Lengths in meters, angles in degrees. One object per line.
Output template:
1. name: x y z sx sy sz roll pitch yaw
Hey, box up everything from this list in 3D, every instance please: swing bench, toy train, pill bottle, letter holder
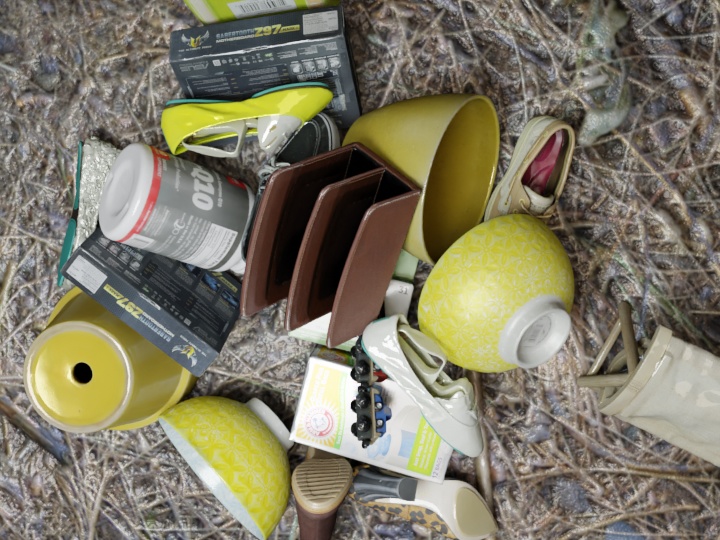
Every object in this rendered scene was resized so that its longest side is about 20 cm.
1. swing bench: 0.383 0.146 0.992 0.198 0.200 0.131 26 98 1
2. toy train: 0.012 0.111 1.006 0.045 0.034 0.202 7 61 -15
3. pill bottle: -0.194 -0.065 1.011 0.199 0.114 0.115 19 100 -37
4. letter holder: -0.040 -0.015 0.918 0.100 0.142 0.201 40 132 27

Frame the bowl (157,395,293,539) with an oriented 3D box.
1. bowl: -0.148 0.223 1.065 0.108 0.200 0.201 -41 93 -21

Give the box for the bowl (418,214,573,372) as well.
1. bowl: 0.177 0.048 0.984 0.199 0.108 0.201 -18 131 -22

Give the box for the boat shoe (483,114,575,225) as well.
1. boat shoe: 0.205 -0.090 1.037 0.073 0.066 0.202 13 98 -16

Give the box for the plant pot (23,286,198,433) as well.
1. plant pot: -0.308 0.108 1.044 0.199 0.189 0.203 0 96 3

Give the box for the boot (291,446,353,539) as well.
1. boot: -0.048 0.309 1.044 0.072 0.200 0.168 2 99 -1

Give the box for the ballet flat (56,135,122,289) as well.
1. ballet flat: -0.340 -0.068 1.090 0.071 0.072 0.202 13 98 2

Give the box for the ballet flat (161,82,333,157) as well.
1. ballet flat: -0.127 -0.164 0.963 0.198 0.067 0.068 -6 78 4

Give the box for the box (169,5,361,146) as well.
1. box: -0.105 -0.223 1.002 0.198 0.158 0.051 -7 60 6

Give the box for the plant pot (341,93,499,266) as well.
1. plant pot: 0.059 -0.119 1.006 0.141 0.200 0.202 18 98 27

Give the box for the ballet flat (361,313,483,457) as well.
1. ballet flat: 0.085 0.128 0.968 0.069 0.069 0.200 -42 94 8

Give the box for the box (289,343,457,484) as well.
1. box: 0.022 0.175 1.071 0.198 0.101 0.113 16 97 2

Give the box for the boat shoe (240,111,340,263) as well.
1. boat shoe: -0.086 -0.095 0.974 0.073 0.068 0.201 23 86 27

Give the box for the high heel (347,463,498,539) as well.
1. high heel: 0.076 0.301 1.117 0.199 0.142 0.072 31 67 -30

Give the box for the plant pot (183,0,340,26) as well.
1. plant pot: -0.122 -0.378 0.951 0.198 0.199 0.183 -8 84 5

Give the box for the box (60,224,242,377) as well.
1. box: -0.238 0.015 1.026 0.200 0.158 0.051 40 115 -12

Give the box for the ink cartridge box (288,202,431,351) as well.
1. ink cartridge box: 0.000 0.000 1.081 0.144 0.048 0.202 14 100 3
